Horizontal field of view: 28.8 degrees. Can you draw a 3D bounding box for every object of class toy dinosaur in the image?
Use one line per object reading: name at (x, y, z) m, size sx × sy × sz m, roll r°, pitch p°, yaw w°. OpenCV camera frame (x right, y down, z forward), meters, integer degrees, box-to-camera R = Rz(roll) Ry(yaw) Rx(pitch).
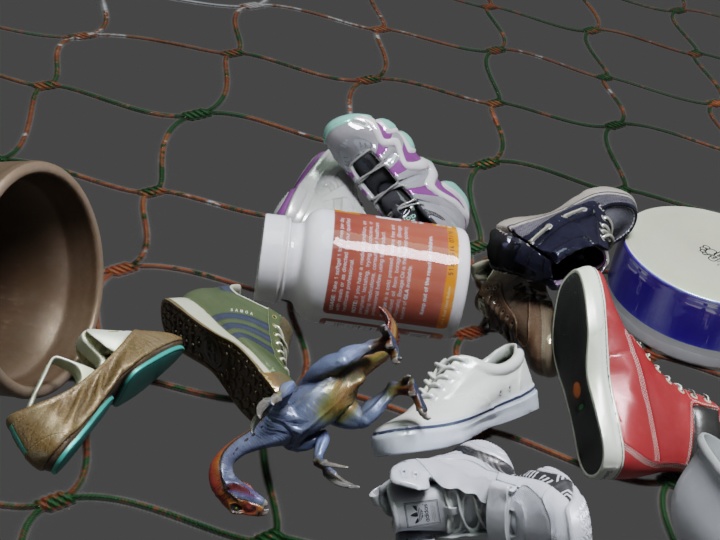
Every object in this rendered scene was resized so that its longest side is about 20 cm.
toy dinosaur at (-0.038, 0.127, 1.154) m, size 0.181 × 0.105 × 0.200 m, roll -26°, pitch 7°, yaw 6°

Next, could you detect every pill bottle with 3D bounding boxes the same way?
pill bottle at (0.000, 0.000, 1.361) m, size 0.199 × 0.113 × 0.112 m, roll 8°, pitch 32°, yaw -6°

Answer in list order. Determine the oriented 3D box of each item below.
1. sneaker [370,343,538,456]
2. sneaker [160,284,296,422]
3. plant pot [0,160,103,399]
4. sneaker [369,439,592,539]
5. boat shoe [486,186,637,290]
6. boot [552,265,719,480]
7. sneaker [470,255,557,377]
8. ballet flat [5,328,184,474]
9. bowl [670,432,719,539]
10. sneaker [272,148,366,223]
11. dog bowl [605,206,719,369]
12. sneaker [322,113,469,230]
sneaker at (0.078, 0.112, 1.230) m, size 0.073 × 0.071 × 0.200 m, roll -15°, pitch 0°, yaw 43°
sneaker at (-0.092, 0.069, 1.263) m, size 0.090 × 0.067 × 0.200 m, roll -21°, pitch 41°, yaw -34°
plant pot at (-0.343, 0.004, 1.203) m, size 0.174 × 0.201 × 0.200 m, roll 2°, pitch 27°, yaw 22°
sneaker at (0.090, 0.191, 1.093) m, size 0.115 × 0.075 × 0.200 m, roll -11°, pitch 13°, yaw -23°
boat shoe at (0.226, -0.027, 1.389) m, size 0.200 × 0.075 × 0.093 m, roll -20°, pitch 31°, yaw -33°
boot at (0.259, 0.092, 1.285) m, size 0.144 × 0.072 × 0.201 m, roll 0°, pitch 67°, yaw -19°
sneaker at (0.154, 0.046, 1.401) m, size 0.075 × 0.071 × 0.200 m, roll -8°, pitch 29°, yaw 5°
ballet flat at (-0.226, 0.093, 1.181) m, size 0.072 × 0.068 × 0.200 m, roll 40°, pitch 42°, yaw 4°
bowl at (0.307, 0.227, 1.086) m, size 0.201 × 0.090 × 0.201 m, roll 41°, pitch 11°, yaw -10°
sneaker at (-0.033, -0.064, 1.513) m, size 0.099 × 0.075 × 0.200 m, roll 33°, pitch 32°, yaw -3°
dog bowl at (0.364, 0.015, 1.486) m, size 0.199 × 0.079 × 0.200 m, roll 9°, pitch 32°, yaw -5°
sneaker at (0.041, -0.071, 1.470) m, size 0.200 × 0.078 × 0.140 m, roll 34°, pitch 34°, yaw -23°
